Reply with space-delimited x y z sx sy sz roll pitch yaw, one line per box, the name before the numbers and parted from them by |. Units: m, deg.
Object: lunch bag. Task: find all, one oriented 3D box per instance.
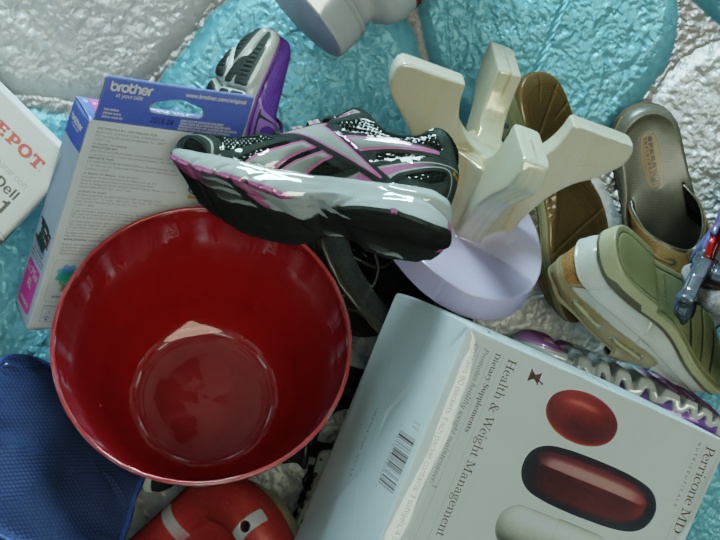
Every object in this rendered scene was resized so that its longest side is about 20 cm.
lunch bag | -0.239 0.174 0.923 0.135 0.201 0.133 33 118 -11

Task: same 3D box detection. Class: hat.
hat | 0.000 0.000 1.018 0.081 0.201 0.201 -29 103 26

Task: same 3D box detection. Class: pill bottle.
pill bottle | 0.026 -0.258 1.006 0.200 0.112 0.112 -45 102 -6

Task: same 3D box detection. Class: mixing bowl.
mixing bowl | -0.109 0.068 0.939 0.198 0.109 0.202 2 64 -5

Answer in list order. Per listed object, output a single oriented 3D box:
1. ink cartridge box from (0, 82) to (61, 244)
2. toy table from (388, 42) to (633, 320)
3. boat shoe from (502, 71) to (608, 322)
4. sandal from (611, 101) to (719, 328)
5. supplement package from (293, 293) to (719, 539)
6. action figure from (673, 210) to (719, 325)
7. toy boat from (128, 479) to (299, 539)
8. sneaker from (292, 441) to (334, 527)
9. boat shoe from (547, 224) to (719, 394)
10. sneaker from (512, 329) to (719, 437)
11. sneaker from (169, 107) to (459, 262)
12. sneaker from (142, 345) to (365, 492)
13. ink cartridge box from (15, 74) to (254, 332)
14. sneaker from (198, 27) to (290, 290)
ink cartridge box | -0.317 -0.057 0.950 0.146 0.084 0.200 44 84 -13
toy table | 0.089 -0.071 0.965 0.182 0.201 0.118 11 124 -24
boat shoe | 0.146 -0.057 1.082 0.073 0.062 0.202 -20 102 -38
sandal | 0.256 -0.038 1.104 0.081 0.055 0.202 -15 103 -12
supplement package | 0.093 0.147 0.896 0.198 0.147 0.193 23 90 -18
action figure | 0.322 0.002 1.066 0.201 0.104 0.195 -56 144 -35
toy boat | -0.134 0.233 0.961 0.200 0.131 0.131 -42 68 12
sneaker | -0.025 0.181 1.054 0.199 0.076 0.088 -37 87 -13
boat shoe | 0.221 0.037 1.069 0.200 0.068 0.075 44 42 -34
sneaker | 0.202 0.119 1.098 0.198 0.080 0.089 19 96 -9
sneaker | -0.024 -0.067 0.899 0.198 0.081 0.087 13 64 15
sneaker | -0.073 0.118 1.014 0.199 0.072 0.083 -33 72 -9
ink cartridge box | -0.159 -0.048 0.953 0.118 0.042 0.201 3 123 -35
sneaker | -0.079 -0.081 1.023 0.083 0.081 0.202 5 103 -28
